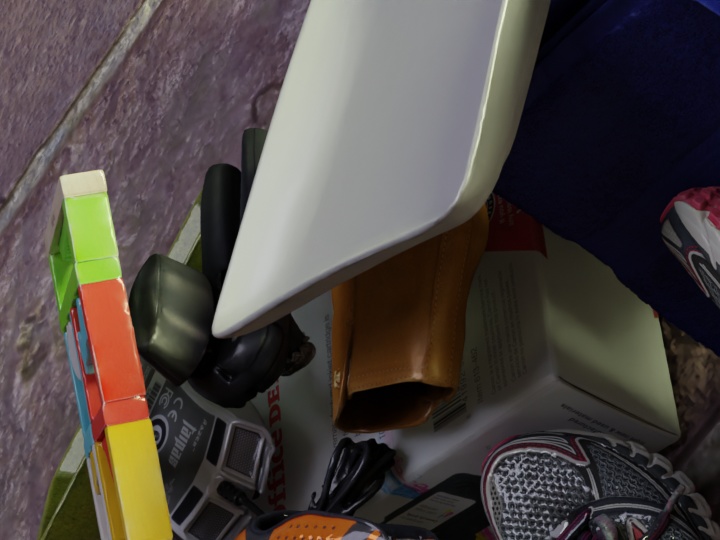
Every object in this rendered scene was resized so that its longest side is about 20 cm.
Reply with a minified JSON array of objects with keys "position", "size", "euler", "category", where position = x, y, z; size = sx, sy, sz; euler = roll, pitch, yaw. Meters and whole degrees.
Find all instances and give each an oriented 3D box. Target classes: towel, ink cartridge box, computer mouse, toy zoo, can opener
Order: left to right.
[{"position":[-0.110,0.068,0.964],"size":[0.131,0.020,0.201],"euler":[133,126,-74],"category":"toy zoo"},{"position":[-0.062,0.092,1.017],"size":[0.200,0.044,0.110],"euler":[34,101,50],"category":"computer mouse"},{"position":[-0.055,-0.008,1.012],"size":[0.063,0.079,0.200],"euler":[-33,25,24],"category":"can opener"},{"position":[0.039,0.051,1.018],"size":[0.200,0.083,0.146],"euler":[-36,43,34],"category":"ink cartridge box"},{"position":[0.148,-0.048,0.844],"size":[0.148,0.200,0.050],"euler":[-42,27,27],"category":"towel"}]

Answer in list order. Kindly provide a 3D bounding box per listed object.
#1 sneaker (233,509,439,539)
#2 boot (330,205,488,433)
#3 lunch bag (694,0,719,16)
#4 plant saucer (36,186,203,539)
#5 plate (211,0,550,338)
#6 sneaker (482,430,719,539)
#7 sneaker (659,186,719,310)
[{"position":[0.011,0.165,0.869],"size":[0.200,0.078,0.112],"euler":[36,96,28],"category":"sneaker"},{"position":[0.001,0.000,0.960],"size":[0.201,0.071,0.144],"euler":[157,121,-71],"category":"boot"},{"position":[0.140,-0.157,0.694],"size":[0.151,0.094,0.200],"euler":[-47,18,5],"category":"lunch bag"},{"position":[-0.107,0.056,1.187],"size":[0.200,0.048,0.200],"euler":[-62,8,2],"category":"plant saucer"},{"position":[0.020,-0.078,0.836],"size":[0.199,0.032,0.200],"euler":[-27,42,57],"category":"plate"},{"position":[0.109,0.128,0.844],"size":[0.081,0.075,0.200],"euler":[-55,46,13],"category":"sneaker"},{"position":[0.171,0.053,0.787],"size":[0.075,0.081,0.200],"euler":[-46,71,31],"category":"sneaker"}]
